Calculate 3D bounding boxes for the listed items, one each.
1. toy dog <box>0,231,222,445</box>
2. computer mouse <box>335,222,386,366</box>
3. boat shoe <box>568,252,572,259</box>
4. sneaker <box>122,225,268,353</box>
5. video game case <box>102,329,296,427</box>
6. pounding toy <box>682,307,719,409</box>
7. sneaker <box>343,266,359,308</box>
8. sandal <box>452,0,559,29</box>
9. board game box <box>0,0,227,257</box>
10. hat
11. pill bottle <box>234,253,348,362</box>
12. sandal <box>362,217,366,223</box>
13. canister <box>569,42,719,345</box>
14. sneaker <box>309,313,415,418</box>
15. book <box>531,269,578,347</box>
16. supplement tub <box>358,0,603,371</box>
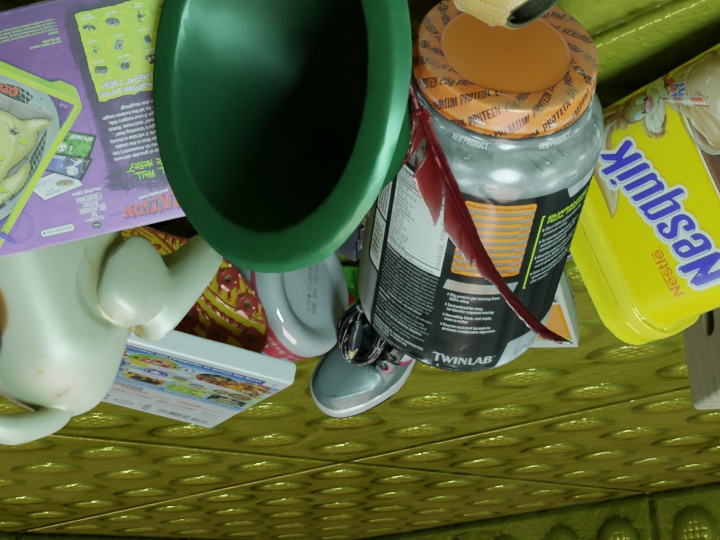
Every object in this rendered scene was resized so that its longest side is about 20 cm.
[{"bbox_3d":[-0.215,-0.019,0.774,0.139,0.195,0.200,-3,136,49],"label":"toy dog"},{"bbox_3d":[0.000,0.000,0.953,0.058,0.034,0.202,0,131,3],"label":"computer mouse"},{"bbox_3d":[0.155,-0.041,0.951,0.197,0.069,0.072,0,163,-16],"label":"boat shoe"},{"bbox_3d":[-0.155,0.006,0.968,0.198,0.073,0.077,30,159,0],"label":"sneaker"},{"bbox_3d":[-0.146,0.078,0.979,0.142,0.018,0.200,17,159,-18],"label":"video game case"},{"bbox_3d":[0.357,0.033,1.014,0.181,0.203,0.142,-2,163,-5],"label":"pounding toy"},{"bbox_3d":[-0.037,0.036,1.168,0.197,0.078,0.084,8,170,5],"label":"sneaker"},{"bbox_3d":[0.084,-0.143,0.628,0.197,0.055,0.080,1,162,-17],"label":"sandal"},{"bbox_3d":[-0.164,-0.072,0.666,0.197,0.122,0.032,-12,-167,2],"label":"board game box"},{"bbox_3d":[0.013,-0.079,0.645,0.175,0.203,0.165,-4,-158,-46],"label":"hat"},{"bbox_3d":[-0.116,0.033,1.060,0.198,0.110,0.108,-16,159,32],"label":"pill bottle"},{"bbox_3d":[0.067,-0.062,0.874,0.198,0.076,0.048,1,-171,-18],"label":"sandal"},{"bbox_3d":[0.216,-0.057,0.774,0.086,0.150,0.199,-19,173,-43],"label":"canister"},{"bbox_3d":[0.033,0.031,1.046,0.200,0.084,0.121,-42,157,-6],"label":"sneaker"},{"bbox_3d":[0.127,0.029,1.222,0.132,0.049,0.200,-5,162,12],"label":"book"},{"bbox_3d":[0.066,-0.047,0.742,0.121,0.124,0.201,-1,139,-9],"label":"supplement tub"}]
